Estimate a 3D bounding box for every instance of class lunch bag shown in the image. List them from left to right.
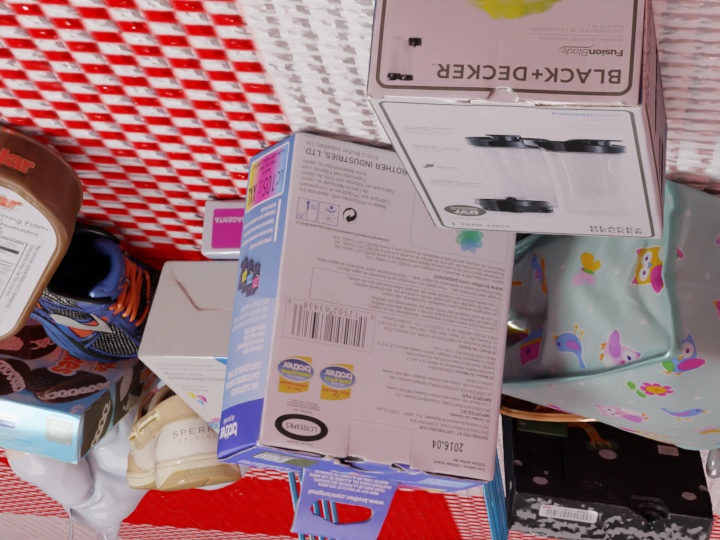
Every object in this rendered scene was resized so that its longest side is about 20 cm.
[{"bbox_3d":[0.164,0.034,1.240,0.170,0.123,0.200,14,158,-34],"label":"lunch bag"}]

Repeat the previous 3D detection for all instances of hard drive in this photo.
[{"bbox_3d":[0.170,0.130,1.548,0.139,0.038,0.200,8,-154,-2],"label":"hard drive"}]

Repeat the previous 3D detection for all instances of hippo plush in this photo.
[{"bbox_3d":[-0.161,0.118,1.604,0.160,0.201,0.159,-13,167,14],"label":"hippo plush"}]

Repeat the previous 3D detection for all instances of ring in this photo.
[{"bbox_3d":[0.193,0.079,1.504,0.199,0.019,0.200,-5,-176,0],"label":"ring"}]

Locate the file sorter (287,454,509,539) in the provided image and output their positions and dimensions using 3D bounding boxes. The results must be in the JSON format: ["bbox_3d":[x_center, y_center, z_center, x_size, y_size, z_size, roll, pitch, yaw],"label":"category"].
[{"bbox_3d":[0.031,0.156,1.502,0.138,0.123,0.200,-11,179,6],"label":"file sorter"}]

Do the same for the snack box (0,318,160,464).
[{"bbox_3d":[-0.204,0.067,1.458,0.116,0.037,0.200,11,-161,12],"label":"snack box"}]

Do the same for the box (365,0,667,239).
[{"bbox_3d":[0.077,-0.071,0.972,0.116,0.060,0.200,3,166,12],"label":"box"}]

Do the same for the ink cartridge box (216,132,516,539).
[{"bbox_3d":[0.002,0.041,1.157,0.136,0.201,0.076,11,165,-19],"label":"ink cartridge box"}]

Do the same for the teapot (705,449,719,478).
[{"bbox_3d":[0.314,0.145,1.521,0.145,0.198,0.200,12,155,8],"label":"teapot"}]

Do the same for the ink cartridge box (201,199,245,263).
[{"bbox_3d":[0.000,0.000,1.337,0.119,0.042,0.200,0,167,24],"label":"ink cartridge box"}]

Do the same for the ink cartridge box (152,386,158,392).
[{"bbox_3d":[-0.214,0.084,1.748,0.199,0.045,0.176,6,167,-3],"label":"ink cartridge box"}]

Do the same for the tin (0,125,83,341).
[{"bbox_3d":[-0.226,-0.017,1.242,0.112,0.042,0.200,14,147,-17],"label":"tin"}]

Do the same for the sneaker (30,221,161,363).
[{"bbox_3d":[-0.171,0.010,1.377,0.078,0.076,0.200,-8,162,35],"label":"sneaker"}]

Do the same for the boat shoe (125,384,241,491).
[{"bbox_3d":[-0.117,0.108,1.448,0.073,0.070,0.200,-6,177,-15],"label":"boat shoe"}]

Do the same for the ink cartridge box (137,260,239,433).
[{"bbox_3d":[-0.035,0.068,1.329,0.116,0.068,0.200,0,152,26],"label":"ink cartridge box"}]
